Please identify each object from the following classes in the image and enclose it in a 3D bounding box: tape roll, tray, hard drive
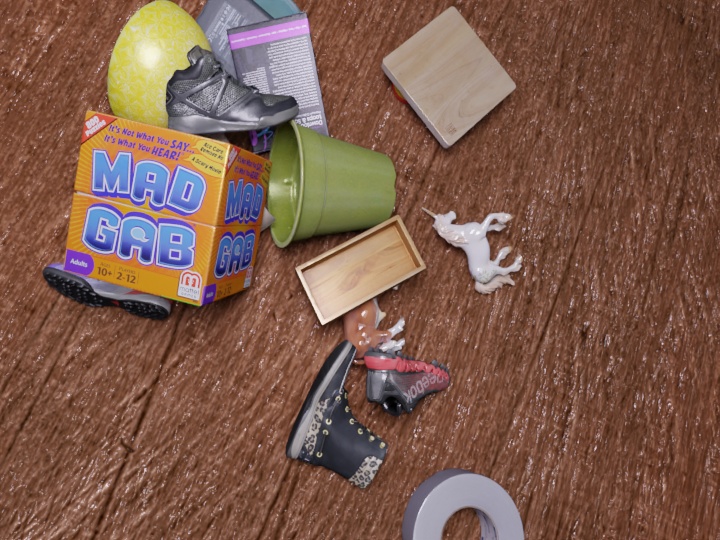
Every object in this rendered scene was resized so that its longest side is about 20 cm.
[{"bbox_3d":[0.168,0.439,0.899,0.193,0.066,0.208,3,78,-12],"label":"tape roll"},{"bbox_3d":[0.000,0.000,0.892,0.195,0.037,0.101,-27,82,-13],"label":"tray"},{"bbox_3d":[-0.194,-0.382,0.951,0.198,0.033,0.141,37,98,-9],"label":"hard drive"}]

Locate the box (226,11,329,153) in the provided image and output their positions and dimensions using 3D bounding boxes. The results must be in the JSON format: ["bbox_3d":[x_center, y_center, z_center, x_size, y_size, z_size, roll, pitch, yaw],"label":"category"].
[{"bbox_3d":[-0.138,-0.317,0.933,0.138,0.036,0.208,-10,101,1],"label":"box"}]

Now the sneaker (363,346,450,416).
[{"bbox_3d":[0.077,0.189,0.895,0.197,0.069,0.102,19,75,-43],"label":"sneaker"}]

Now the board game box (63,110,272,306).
[{"bbox_3d":[-0.259,-0.085,0.775,0.193,0.200,0.208,13,96,5],"label":"board game box"}]

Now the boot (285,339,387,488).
[{"bbox_3d":[-0.017,0.235,0.885,0.150,0.073,0.208,28,88,-8],"label":"boot"}]

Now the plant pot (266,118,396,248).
[{"bbox_3d":[-0.044,-0.140,0.909,0.184,0.199,0.208,0,79,-24],"label":"plant pot"}]

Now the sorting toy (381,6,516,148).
[{"bbox_3d":[0.163,-0.361,1.049,0.199,0.070,0.200,-40,90,-17],"label":"sorting toy"}]

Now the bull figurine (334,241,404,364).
[{"bbox_3d":[0.011,0.053,0.932,0.117,0.065,0.208,-6,83,-2],"label":"bull figurine"}]

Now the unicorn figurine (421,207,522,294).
[{"bbox_3d":[0.214,-0.051,0.997,0.133,0.074,0.206,-22,90,-5],"label":"unicorn figurine"}]

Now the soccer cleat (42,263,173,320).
[{"bbox_3d":[-0.388,0.017,0.854,0.193,0.069,0.075,15,57,-9],"label":"soccer cleat"}]

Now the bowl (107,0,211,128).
[{"bbox_3d":[-0.284,-0.294,0.851,0.105,0.201,0.204,28,74,7],"label":"bowl"}]

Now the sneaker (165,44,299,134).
[{"bbox_3d":[-0.184,-0.263,0.789,0.192,0.077,0.118,-6,115,-14],"label":"sneaker"}]

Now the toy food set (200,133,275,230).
[{"bbox_3d":[-0.245,-0.133,0.902,0.141,0.060,0.204,-30,91,7],"label":"toy food set"}]
